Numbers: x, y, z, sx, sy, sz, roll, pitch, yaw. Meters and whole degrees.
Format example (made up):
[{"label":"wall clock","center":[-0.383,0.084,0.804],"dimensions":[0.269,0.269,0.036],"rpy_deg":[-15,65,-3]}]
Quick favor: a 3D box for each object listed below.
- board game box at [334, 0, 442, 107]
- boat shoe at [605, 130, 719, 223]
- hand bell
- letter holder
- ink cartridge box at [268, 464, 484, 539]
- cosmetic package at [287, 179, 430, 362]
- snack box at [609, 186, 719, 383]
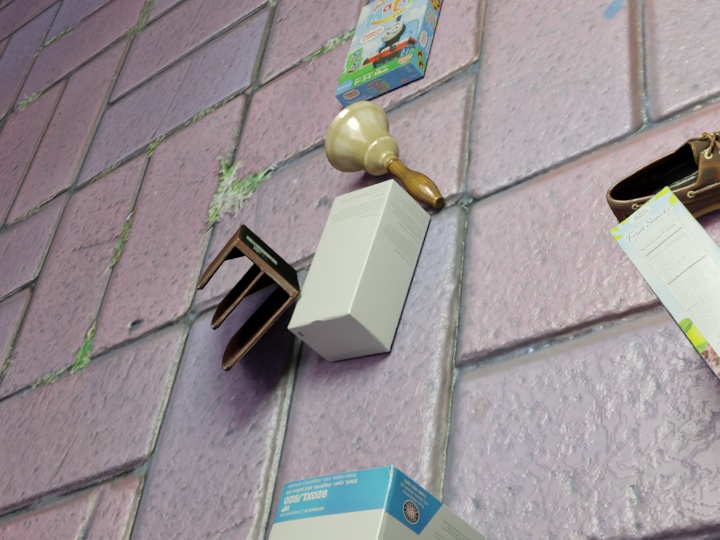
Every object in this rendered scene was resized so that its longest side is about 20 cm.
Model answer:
[{"label":"board game box","center":[0.047,-0.350,1.697],"dimensions":[0.150,0.037,0.201],"rpy_deg":[-18,43,38]},{"label":"boat shoe","center":[0.337,-0.097,1.090],"dimensions":[0.199,0.070,0.071],"rpy_deg":[-32,36,21]},{"label":"hand bell","center":[0.047,-0.135,1.457],"dimensions":[0.104,0.104,0.200],"rpy_deg":[-48,45,0]},{"label":"letter holder","center":[-0.160,0.034,1.423],"dimensions":[0.142,0.100,0.200],"rpy_deg":[-49,8,2]},{"label":"ink cartridge box","center":[0.000,0.304,0.995],"dimensions":[0.144,0.147,0.202],"rpy_deg":[-16,44,38]},{"label":"cosmetic package","center":[0.000,0.000,1.355],"dimensions":[0.107,0.085,0.202],"rpy_deg":[-12,48,42]},{"label":"snack box","center":[0.299,0.050,0.894],"dimensions":[0.067,0.169,0.201],"rpy_deg":[-38,35,11]}]
